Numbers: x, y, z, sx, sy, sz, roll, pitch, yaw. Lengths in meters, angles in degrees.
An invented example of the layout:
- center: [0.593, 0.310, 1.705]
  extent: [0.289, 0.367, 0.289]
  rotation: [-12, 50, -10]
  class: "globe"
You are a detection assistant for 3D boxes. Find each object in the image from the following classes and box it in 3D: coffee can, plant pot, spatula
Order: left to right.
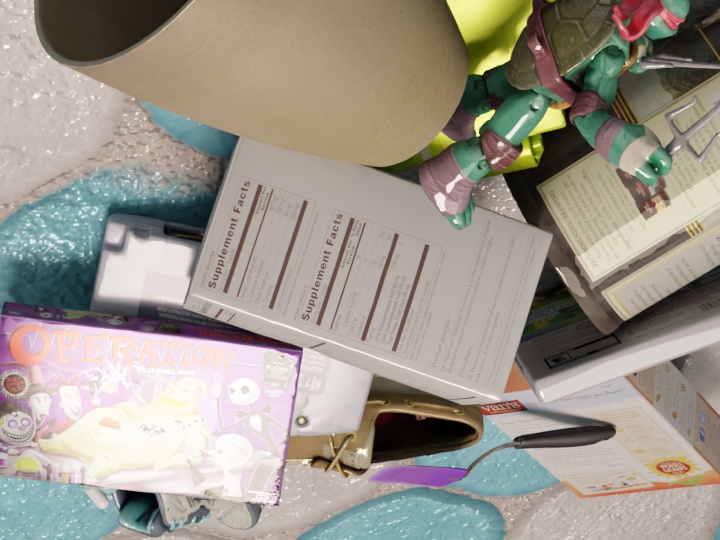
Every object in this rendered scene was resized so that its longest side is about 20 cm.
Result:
- center: [-0.038, -0.141, 0.834]
  extent: [0.187, 0.188, 0.199]
  rotation: [-39, 133, 20]
  class: "plant pot"
- center: [0.103, 0.136, 1.152]
  extent: [0.198, 0.021, 0.057]
  rotation: [-11, 165, -23]
  class: "spatula"
- center: [0.210, -0.071, 1.029]
  extent: [0.199, 0.147, 0.146]
  rotation: [-32, 136, 12]
  class: "coffee can"

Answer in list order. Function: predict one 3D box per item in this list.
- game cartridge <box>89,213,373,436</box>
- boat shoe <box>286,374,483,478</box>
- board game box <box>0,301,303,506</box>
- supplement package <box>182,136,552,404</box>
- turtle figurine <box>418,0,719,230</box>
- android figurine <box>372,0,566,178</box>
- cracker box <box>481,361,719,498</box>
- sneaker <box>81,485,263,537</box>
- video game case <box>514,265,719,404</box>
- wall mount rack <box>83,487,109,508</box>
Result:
- center: [-0.086, 0.044, 1.061]
  extent: [0.198, 0.041, 0.134]
  rotation: [12, 108, -9]
  class: "game cartridge"
- center: [-0.004, 0.112, 1.135]
  extent: [0.198, 0.067, 0.074]
  rotation: [-12, 137, -11]
  class: "boat shoe"
- center: [-0.144, 0.091, 1.044]
  extent: [0.198, 0.032, 0.121]
  rotation: [7, 107, -7]
  class: "board game box"
- center: [0.000, 0.000, 0.975]
  extent: [0.198, 0.110, 0.114]
  rotation: [20, 172, -7]
  class: "supplement package"
- center: [0.123, -0.106, 0.857]
  extent: [0.199, 0.150, 0.101]
  rotation: [-26, 111, 32]
  class: "turtle figurine"
- center: [0.050, -0.132, 0.950]
  extent: [0.198, 0.041, 0.183]
  rotation: [-14, 121, 14]
  class: "android figurine"
- center: [0.191, 0.112, 1.236]
  extent: [0.133, 0.058, 0.200]
  rotation: [-11, 145, 32]
  class: "cracker box"
- center: [-0.145, 0.161, 1.160]
  extent: [0.077, 0.087, 0.200]
  rotation: [-6, 148, 33]
  class: "sneaker"
- center: [0.201, 0.027, 1.113]
  extent: [0.198, 0.182, 0.022]
  rotation: [-20, 105, 0]
  class: "video game case"
- center: [-0.287, 0.144, 1.117]
  extent: [0.200, 0.075, 0.173]
  rotation: [-38, 135, 19]
  class: "wall mount rack"
